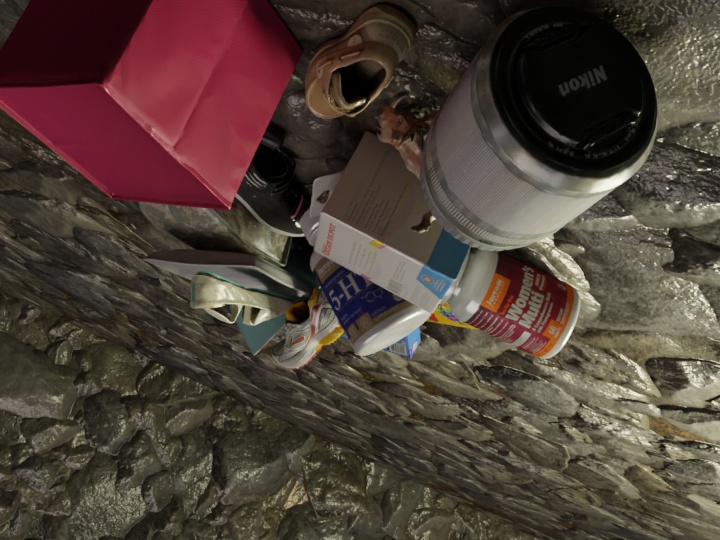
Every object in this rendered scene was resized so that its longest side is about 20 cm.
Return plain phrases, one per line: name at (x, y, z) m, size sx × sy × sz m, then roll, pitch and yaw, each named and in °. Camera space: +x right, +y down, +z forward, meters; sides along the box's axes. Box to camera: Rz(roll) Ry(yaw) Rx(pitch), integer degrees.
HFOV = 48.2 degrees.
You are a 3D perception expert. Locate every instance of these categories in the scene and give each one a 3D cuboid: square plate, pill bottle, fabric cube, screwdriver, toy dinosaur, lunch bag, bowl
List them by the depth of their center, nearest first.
fabric cube at (-0.212, -0.203, 0.807) m, size 0.194 × 0.202 × 0.200 m, roll 9°, pitch 156°, yaw 34°
toy dinosaur at (0.115, -0.118, 0.867) m, size 0.196 × 0.138 × 0.086 m, roll 0°, pitch -162°, yaw -3°
screwdriver at (-0.187, -0.204, 1.015) m, size 0.197 × 0.030 × 0.028 m, roll 22°, pitch 160°, yaw -14°
pill bottle at (0.000, 0.000, 1.091) m, size 0.202 × 0.118 × 0.120 m, roll 60°, pitch 166°, yaw 15°
pill bottle at (0.190, 0.033, 1.103) m, size 0.198 × 0.111 × 0.110 m, roll 25°, pitch 160°, yaw -7°
lunch bag at (-0.215, -0.092, 1.202) m, size 0.162 × 0.119 × 0.199 m, roll -2°, pitch 153°, yaw 44°
square plate at (-0.192, 0.003, 1.217) m, size 0.197 × 0.029 × 0.198 m, roll 4°, pitch 168°, yaw 25°
bowl at (-0.151, 0.038, 1.390) m, size 0.105 × 0.201 × 0.201 m, roll 44°, pitch 157°, yaw -4°

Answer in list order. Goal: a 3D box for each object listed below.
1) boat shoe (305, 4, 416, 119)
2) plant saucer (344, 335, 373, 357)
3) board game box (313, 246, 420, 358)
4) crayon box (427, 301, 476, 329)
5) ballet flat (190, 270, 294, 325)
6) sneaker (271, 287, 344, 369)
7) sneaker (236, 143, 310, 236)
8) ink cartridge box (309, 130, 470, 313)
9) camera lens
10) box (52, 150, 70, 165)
boat shoe at (-0.015, -0.194, 0.817) m, size 0.071 × 0.065 × 0.200 m, roll 28°, pitch 159°, yaw -15°
plant saucer at (0.038, 0.063, 1.199) m, size 0.070 × 0.019 × 0.200 m, roll 41°, pitch 139°, yaw -3°
board game box at (0.011, 0.031, 1.237) m, size 0.150 × 0.045 × 0.202 m, roll 15°, pitch 134°, yaw 25°
crayon box at (0.119, 0.036, 1.268) m, size 0.197 × 0.051 × 0.127 m, roll 7°, pitch 154°, yaw 34°
ballet flat at (-0.181, 0.052, 1.221) m, size 0.067 × 0.063 × 0.199 m, roll -1°, pitch 165°, yaw 42°
sneaker at (-0.088, 0.086, 1.265) m, size 0.082 × 0.078 × 0.200 m, roll 35°, pitch 134°, yaw -14°
sneaker at (-0.111, -0.109, 1.118) m, size 0.098 × 0.072 × 0.199 m, roll -2°, pitch 148°, yaw 47°
ink cartridge box at (0.037, -0.063, 0.985) m, size 0.198 × 0.126 × 0.129 m, roll 28°, pitch 159°, yaw 2°
camera lens at (0.147, -0.116, 0.706) m, size 0.158 × 0.162 × 0.200 m, roll 24°, pitch 159°, yaw -6°
box at (-0.364, -0.188, 1.188) m, size 0.198 × 0.069 × 0.082 m, roll 5°, pitch 153°, yaw 38°
